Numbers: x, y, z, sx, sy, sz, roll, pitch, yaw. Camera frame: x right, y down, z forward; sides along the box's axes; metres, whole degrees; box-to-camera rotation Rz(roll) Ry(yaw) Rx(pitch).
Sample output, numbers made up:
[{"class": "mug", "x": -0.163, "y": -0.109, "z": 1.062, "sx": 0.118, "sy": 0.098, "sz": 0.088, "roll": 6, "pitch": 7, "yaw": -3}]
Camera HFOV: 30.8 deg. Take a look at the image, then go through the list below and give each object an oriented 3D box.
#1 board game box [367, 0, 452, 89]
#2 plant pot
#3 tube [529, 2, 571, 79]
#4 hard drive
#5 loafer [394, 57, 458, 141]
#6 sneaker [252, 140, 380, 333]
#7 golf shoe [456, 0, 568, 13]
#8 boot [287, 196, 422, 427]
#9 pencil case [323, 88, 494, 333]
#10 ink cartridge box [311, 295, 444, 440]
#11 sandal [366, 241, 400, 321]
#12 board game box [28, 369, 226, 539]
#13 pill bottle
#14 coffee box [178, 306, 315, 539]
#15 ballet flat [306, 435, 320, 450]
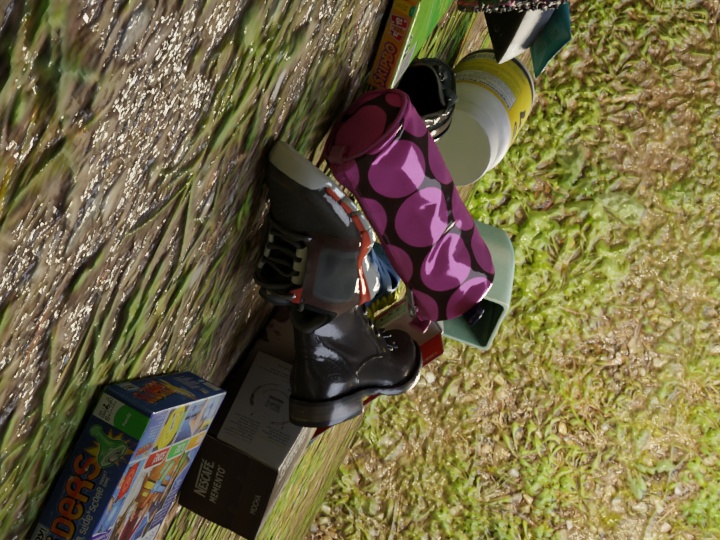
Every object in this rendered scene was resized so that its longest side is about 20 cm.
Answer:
[{"class": "board game box", "x": 0.063, "y": -0.244, "z": 1.126, "sx": 0.201, "sy": 0.030, "sz": 0.096, "roll": -55, "pitch": 170, "yaw": -44}, {"class": "plant pot", "x": 0.215, "y": 0.007, "z": 2.680, "sx": 0.197, "sy": 0.193, "sz": 0.202, "roll": 106, "pitch": 4, "yaw": -58}, {"class": "tube", "x": 0.190, "y": -0.309, "z": 1.373, "sx": 0.078, "sy": 0.050, "sz": 0.203, "roll": 125, "pitch": -37, "yaw": -64}, {"class": "hard drive", "x": 0.165, "y": -0.315, "z": 1.304, "sx": 0.201, "sy": 0.042, "sz": 0.137, "roll": 111, "pitch": -29, "yaw": -60}, {"class": "loafer", "x": 0.052, "y": -0.151, "z": 1.166, "sx": 0.063, "sy": 0.072, "sz": 0.200, "roll": -53, "pitch": 179, "yaw": 36}, {"class": "sneaker", "x": -0.039, "y": -0.010, "z": 0.934, "sx": 0.082, "sy": 0.077, "sz": 0.201, "roll": -42, "pitch": 150, "yaw": -12}, {"class": "golf shoe", "x": 0.135, "y": -0.283, "z": 1.206, "sx": 0.200, "sy": 0.071, "sz": 0.094, "roll": -142, "pitch": -130, "yaw": -70}, {"class": "boot", "x": -0.008, "y": 0.024, "z": 1.100, "sx": 0.199, "sy": 0.068, "sz": 0.177, "roll": -27, "pitch": 116, "yaw": -59}, {"class": "pencil case", "x": 0.039, "y": -0.047, "z": 1.073, "sx": 0.093, "sy": 0.091, "sz": 0.201, "roll": -39, "pitch": 123, "yaw": -12}, {"class": "ink cartridge box", "x": -0.007, "y": 0.100, "z": 1.328, "sx": 0.199, "sy": 0.044, "sz": 0.174, "roll": -34, "pitch": -174, "yaw": 7}, {"class": "sandal", "x": 0.000, "y": 0.000, "z": 1.372, "sx": 0.200, "sy": 0.078, "sz": 0.088, "roll": -63, "pitch": 158, "yaw": -70}, {"class": "board game box", "x": -0.149, "y": 0.136, "z": 0.836, "sx": 0.137, "sy": 0.034, "sz": 0.200, "roll": -64, "pitch": 174, "yaw": 0}, {"class": "pill bottle", "x": 0.135, "y": -0.183, "z": 1.571, "sx": 0.200, "sy": 0.113, "sz": 0.115, "roll": -54, "pitch": 169, "yaw": -56}, {"class": "coffee box", "x": -0.078, "y": 0.125, "z": 1.176, "sx": 0.201, "sy": 0.079, "sz": 0.114, "roll": -59, "pitch": 173, "yaw": -46}, {"class": "ballet flat", "x": -0.049, "y": 0.116, "z": 1.456, "sx": 0.202, "sy": 0.075, "sz": 0.064, "roll": -62, "pitch": -168, "yaw": 11}]
